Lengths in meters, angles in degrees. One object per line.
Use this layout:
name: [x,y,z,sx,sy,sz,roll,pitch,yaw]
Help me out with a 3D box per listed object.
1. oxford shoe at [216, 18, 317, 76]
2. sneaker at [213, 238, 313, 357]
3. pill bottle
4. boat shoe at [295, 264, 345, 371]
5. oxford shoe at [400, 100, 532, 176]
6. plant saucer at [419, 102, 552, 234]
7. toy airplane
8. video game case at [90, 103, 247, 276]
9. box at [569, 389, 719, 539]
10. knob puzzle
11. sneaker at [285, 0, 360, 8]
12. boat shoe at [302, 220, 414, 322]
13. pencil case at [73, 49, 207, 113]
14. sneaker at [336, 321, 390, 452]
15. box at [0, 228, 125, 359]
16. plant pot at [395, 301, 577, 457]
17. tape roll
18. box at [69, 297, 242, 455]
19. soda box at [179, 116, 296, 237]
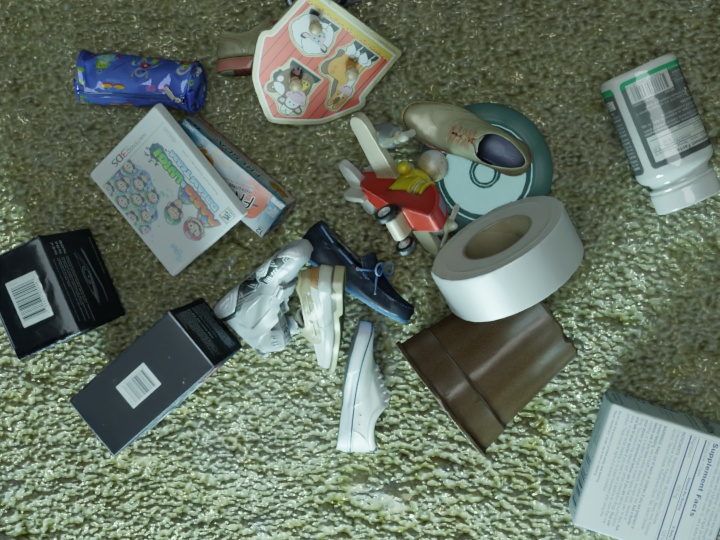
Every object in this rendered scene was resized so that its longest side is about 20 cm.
oxford shoe: [-0.116,-0.332,1.630,0.197,0.070,0.076,-5,88,5]
sneaker: [-0.118,0.043,1.646,0.199,0.075,0.115,-38,95,30]
pill bottle: [0.420,-0.188,1.558,0.112,0.113,0.202,-22,93,8]
boat shoe: [-0.058,0.066,1.620,0.067,0.075,0.201,5,133,2]
oxford shoe: [0.150,-0.191,1.572,0.198,0.074,0.072,20,97,5]
plant saucer: [0.180,-0.142,1.628,0.197,0.036,0.203,1,95,6]
toy airplane: [0.060,-0.120,1.580,0.141,0.200,0.200,-38,78,-5]
video game case: [-0.283,-0.114,1.644,0.182,0.024,0.201,-36,95,35]
box: [0.422,0.294,1.604,0.198,0.105,0.186,18,96,5]
knob puzzle: [-0.066,-0.280,1.593,0.217,0.031,0.221,-7,131,-8]
sneaker: [-0.019,-0.416,1.590,0.198,0.108,0.071,-27,92,8]
boat shoe: [0.000,0.000,1.639,0.199,0.084,0.069,35,95,0]
pencil case: [-0.324,-0.276,1.650,0.197,0.087,0.079,6,124,7]
sneaker: [0.010,0.174,1.665,0.070,0.073,0.202,7,105,-3]
box: [-0.444,0.030,1.632,0.103,0.200,0.149,-23,91,8]
plant pot: [0.186,0.122,1.580,0.198,0.200,0.201,-38,90,1]
tape roll: [0.199,-0.017,1.529,0.201,0.203,0.071,-28,111,8]
box: [-0.292,0.149,1.635,0.200,0.182,0.104,-41,90,9]
soda box: [-0.192,-0.139,1.652,0.199,0.068,0.064,40,106,2]
